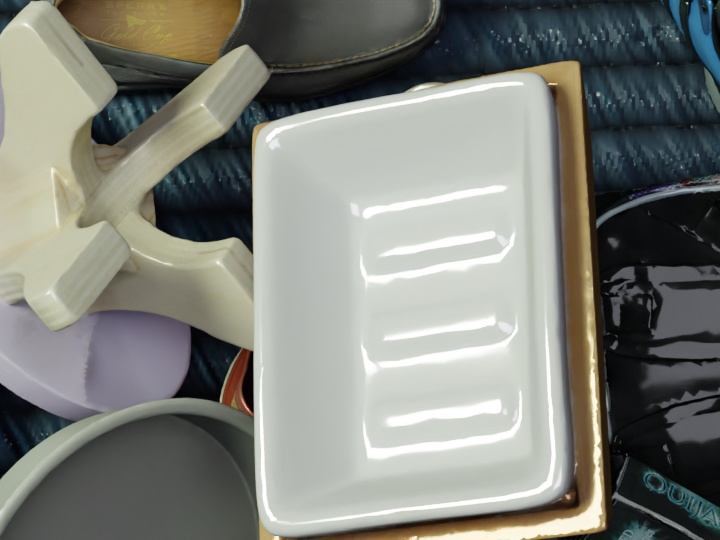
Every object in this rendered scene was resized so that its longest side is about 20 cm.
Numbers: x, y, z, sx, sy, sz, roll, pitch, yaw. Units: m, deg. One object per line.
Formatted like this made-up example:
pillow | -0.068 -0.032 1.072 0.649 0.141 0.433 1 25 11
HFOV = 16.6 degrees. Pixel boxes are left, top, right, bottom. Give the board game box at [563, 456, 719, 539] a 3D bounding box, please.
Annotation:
board game box | 0.132 0.179 1.114 0.135 0.200 0.028 30 44 -2

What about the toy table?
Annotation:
toy table | -0.123 -0.027 1.100 0.200 0.117 0.184 42 49 -25

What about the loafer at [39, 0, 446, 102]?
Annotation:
loafer | -0.055 -0.117 1.163 0.199 0.072 0.073 -8 87 -5

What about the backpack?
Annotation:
backpack | 0.202 0.036 1.132 0.199 0.151 0.179 -9 94 6

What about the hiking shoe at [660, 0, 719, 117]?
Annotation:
hiking shoe | 0.170 -0.148 1.173 0.074 0.087 0.200 -36 90 -5

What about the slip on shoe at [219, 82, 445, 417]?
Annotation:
slip on shoe | 0.000 0.000 1.167 0.074 0.061 0.201 33 84 0

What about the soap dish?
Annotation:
soap dish | 0.032 0.023 1.048 0.156 0.081 0.201 -10 71 24

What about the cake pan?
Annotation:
cake pan | -0.105 0.151 1.114 0.199 0.037 0.202 -13 111 -36
